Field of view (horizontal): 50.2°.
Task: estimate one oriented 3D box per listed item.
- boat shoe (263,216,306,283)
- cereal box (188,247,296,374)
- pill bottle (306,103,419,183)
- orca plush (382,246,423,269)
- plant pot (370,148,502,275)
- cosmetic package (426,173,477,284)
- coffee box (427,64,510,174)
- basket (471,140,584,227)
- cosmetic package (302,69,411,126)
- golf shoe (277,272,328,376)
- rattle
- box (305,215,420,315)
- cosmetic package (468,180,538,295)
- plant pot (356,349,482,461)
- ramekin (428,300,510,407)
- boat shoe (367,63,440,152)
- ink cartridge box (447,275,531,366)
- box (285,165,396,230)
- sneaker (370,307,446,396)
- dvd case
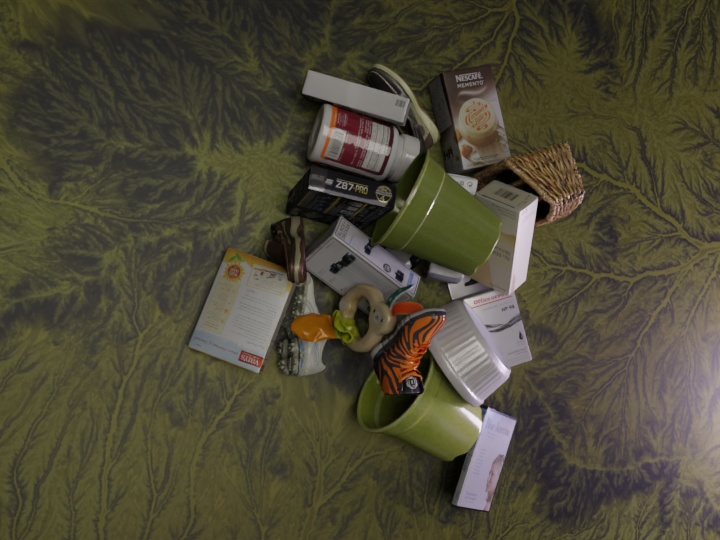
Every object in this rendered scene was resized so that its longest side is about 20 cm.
[{"bbox_3d":[-0.138,-0.033,1.402,0.075,0.202,0.075,-4,116,-4],"label":"boat shoe"},{"bbox_3d":[-0.214,0.074,1.420,0.143,0.040,0.201,20,82,7],"label":"cereal box"},{"bbox_3d":[0.006,-0.239,1.487,0.199,0.114,0.115,15,82,-15],"label":"pill bottle"},{"bbox_3d":[0.104,-0.061,1.545,0.105,0.071,0.201,7,73,29],"label":"orca plush"},{"bbox_3d":[0.148,-0.087,1.401,0.190,0.200,0.201,29,79,-10],"label":"plant pot"},{"bbox_3d":[0.180,-0.080,1.528,0.074,0.102,0.201,11,82,3],"label":"cosmetic package"},{"bbox_3d":[0.222,-0.305,1.571,0.114,0.080,0.201,-13,90,-17],"label":"coffee box"},{"bbox_3d":[0.326,-0.153,1.530,0.149,0.200,0.143,-18,89,-18],"label":"basket"},{"bbox_3d":[-0.006,-0.328,1.472,0.199,0.083,0.051,17,99,4],"label":"cosmetic package"},{"bbox_3d":[-0.101,0.102,1.469,0.097,0.078,0.201,7,86,-37],"label":"golf shoe"},{"bbox_3d":[-0.007,0.072,1.366,0.143,0.200,0.131,26,68,-30],"label":"rattle"},{"bbox_3d":[0.000,0.000,1.458,0.200,0.117,0.060,36,43,-14],"label":"box"},{"bbox_3d":[0.275,-0.063,1.502,0.071,0.105,0.201,-35,137,-37],"label":"cosmetic package"},{"bbox_3d":[0.127,0.262,1.465,0.184,0.200,0.201,38,77,-23],"label":"plant pot"},{"bbox_3d":[0.198,0.146,1.432,0.094,0.202,0.203,-35,97,10],"label":"ramekin"},{"bbox_3d":[0.079,-0.321,1.534,0.200,0.073,0.065,48,71,-9],"label":"boat shoe"},{"bbox_3d":[0.260,0.101,1.564,0.115,0.067,0.201,-16,91,-16],"label":"ink cartridge box"},{"bbox_3d":[-0.041,-0.127,1.421,0.161,0.200,0.049,11,79,-14],"label":"box"},{"bbox_3d":[0.095,0.151,1.327,0.077,0.200,0.112,5,54,-30],"label":"sneaker"},{"bbox_3d":[0.249,0.377,1.528,0.143,0.018,0.201,28,77,-49],"label":"dvd case"}]
